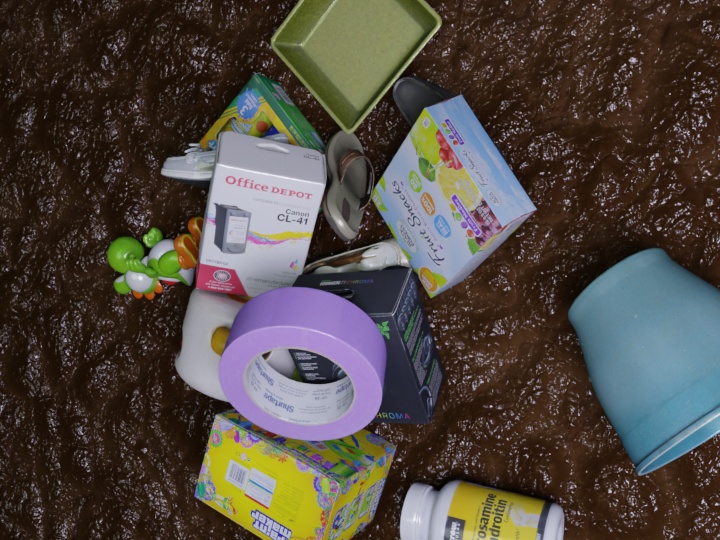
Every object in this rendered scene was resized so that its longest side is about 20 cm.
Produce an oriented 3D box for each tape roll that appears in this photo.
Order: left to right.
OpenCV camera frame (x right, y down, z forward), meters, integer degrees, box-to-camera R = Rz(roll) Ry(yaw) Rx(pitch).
[{"bbox_3d":[-0.068,0.117,0.848,0.195,0.066,0.203,4,131,5],"label":"tape roll"}]

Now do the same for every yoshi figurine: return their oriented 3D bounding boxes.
[{"bbox_3d":[-0.342,-0.028,1.149,0.197,0.112,0.114,-23,66,27],"label":"yoshi figurine"}]

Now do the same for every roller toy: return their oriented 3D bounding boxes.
[{"bbox_3d":[-0.169,0.096,1.016,0.180,0.198,0.143,22,101,36],"label":"roller toy"}]

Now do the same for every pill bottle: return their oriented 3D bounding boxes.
[{"bbox_3d":[0.155,0.336,0.908,0.196,0.111,0.115,6,94,25],"label":"pill bottle"}]

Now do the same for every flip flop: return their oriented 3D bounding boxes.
[{"bbox_3d":[-0.010,-0.122,0.951,0.057,0.202,0.081,-32,122,27],"label":"flip flop"}]

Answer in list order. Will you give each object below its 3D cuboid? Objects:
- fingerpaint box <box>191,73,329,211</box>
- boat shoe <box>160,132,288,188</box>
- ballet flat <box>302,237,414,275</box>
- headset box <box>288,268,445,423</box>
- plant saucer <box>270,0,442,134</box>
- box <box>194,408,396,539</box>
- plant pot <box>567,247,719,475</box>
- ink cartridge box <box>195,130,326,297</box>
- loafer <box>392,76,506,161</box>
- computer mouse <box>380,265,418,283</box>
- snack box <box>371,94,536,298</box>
[{"bbox_3d":[-0.138,-0.158,1.058,0.167,0.073,0.201,-43,74,21],"label":"fingerpaint box"},{"bbox_3d":[-0.192,-0.156,1.006,0.197,0.074,0.067,-1,85,21],"label":"boat shoe"},{"bbox_3d":[0.000,0.000,1.001,0.196,0.062,0.069,-16,86,25],"label":"ballet flat"},{"bbox_3d":[0.002,0.096,0.934,0.170,0.093,0.203,-2,126,25],"label":"headset box"},{"bbox_3d":[-0.004,-0.332,1.003,0.200,0.048,0.201,-46,73,19],"label":"plant saucer"},{"bbox_3d":[-0.084,0.276,0.978,0.197,0.192,0.125,22,100,24],"label":"box"},{"bbox_3d":[0.335,0.089,0.781,0.200,0.199,0.190,-42,59,20],"label":"plant pot"},{"bbox_3d":[-0.137,-0.066,0.949,0.144,0.087,0.203,8,128,-14],"label":"ink cartridge box"},{"bbox_3d":[0.112,-0.192,0.936,0.200,0.072,0.073,44,108,18],"label":"loafer"},{"bbox_3d":[0.000,0.034,0.985,0.198,0.058,0.035,-24,66,36],"label":"computer mouse"},{"bbox_3d":[0.107,-0.086,0.889,0.171,0.067,0.201,59,152,14],"label":"snack box"}]
